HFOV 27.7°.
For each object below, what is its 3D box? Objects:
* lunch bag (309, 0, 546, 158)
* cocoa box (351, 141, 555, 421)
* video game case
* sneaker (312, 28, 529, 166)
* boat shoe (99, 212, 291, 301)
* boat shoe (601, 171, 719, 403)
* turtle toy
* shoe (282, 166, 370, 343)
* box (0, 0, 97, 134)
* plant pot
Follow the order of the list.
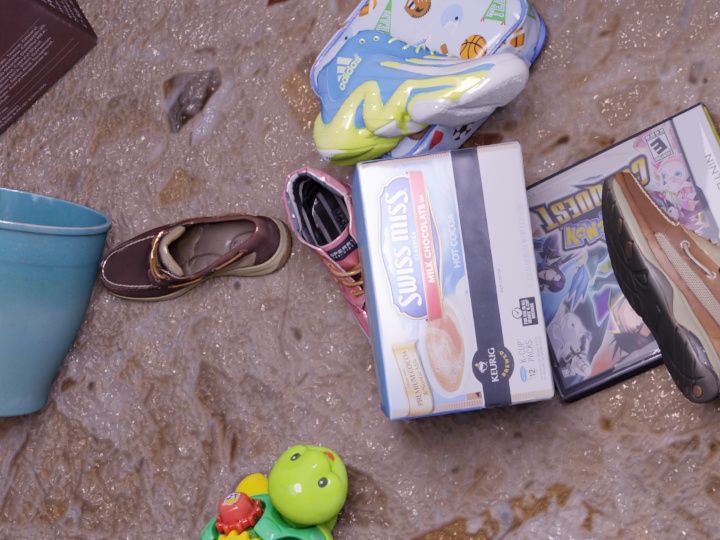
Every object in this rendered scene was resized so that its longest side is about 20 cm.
[{"bbox_3d":[0.058,-0.197,1.282,0.200,0.075,0.160,-49,62,9],"label":"lunch bag"},{"bbox_3d":[0.068,0.010,1.157,0.130,0.133,0.202,-7,88,-3],"label":"cocoa box"},{"bbox_3d":[0.224,-0.014,1.191,0.199,0.025,0.182,-26,69,18],"label":"video game case"},{"bbox_3d":[0.039,-0.163,1.198,0.198,0.076,0.106,-19,77,26],"label":"sneaker"},{"bbox_3d":[-0.165,-0.018,1.346,0.198,0.072,0.073,-7,75,24],"label":"boat shoe"},{"bbox_3d":[0.249,0.009,1.127,0.073,0.076,0.201,-17,60,-8],"label":"boat shoe"},{"bbox_3d":[-0.076,0.235,1.233,0.145,0.101,0.201,38,95,26],"label":"turtle toy"},{"bbox_3d":[0.000,0.000,1.255,0.071,0.091,0.201,-36,66,13],"label":"shoe"},{"bbox_3d":[-0.401,-0.261,1.438,0.164,0.200,0.167,-39,66,12],"label":"box"},{"bbox_3d":[-0.345,0.029,1.362,0.198,0.200,0.190,15,99,27],"label":"plant pot"}]
